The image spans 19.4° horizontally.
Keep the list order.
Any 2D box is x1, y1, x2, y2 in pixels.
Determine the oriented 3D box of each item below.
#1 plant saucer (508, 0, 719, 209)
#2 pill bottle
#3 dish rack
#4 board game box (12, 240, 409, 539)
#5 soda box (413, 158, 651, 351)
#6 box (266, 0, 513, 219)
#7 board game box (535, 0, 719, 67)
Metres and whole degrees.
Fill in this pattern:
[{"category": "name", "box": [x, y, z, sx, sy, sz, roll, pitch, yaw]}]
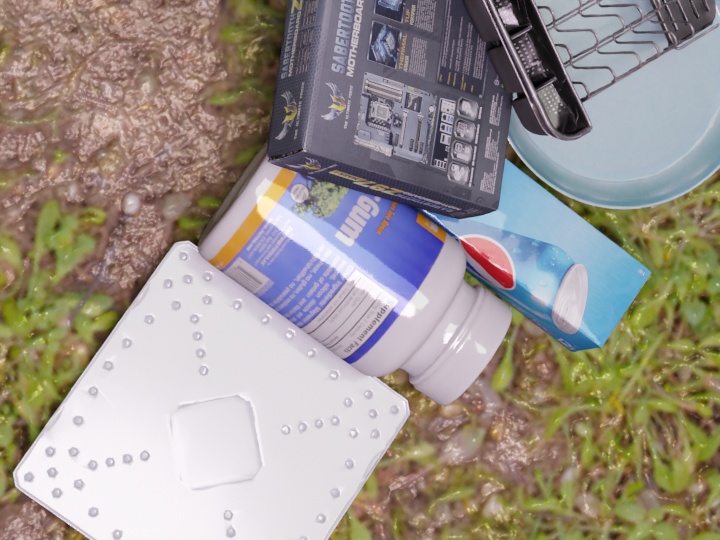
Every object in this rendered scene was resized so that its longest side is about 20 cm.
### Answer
[{"category": "plant saucer", "box": [0.182, -0.144, 1.469, 0.199, 0.027, 0.201, -1, 95, -13]}, {"category": "pill bottle", "box": [0.000, 0.000, 1.414, 0.200, 0.112, 0.112, 35, 78, -8]}, {"category": "dish rack", "box": [0.158, -0.190, 1.398, 0.200, 0.054, 0.154, -31, 103, -26]}, {"category": "board game box", "box": [-0.099, 0.116, 1.424, 0.200, 0.026, 0.200, 36, 78, -8]}, {"category": "soda box", "box": [0.099, -0.029, 1.465, 0.200, 0.064, 0.068, 37, 78, -7]}, {"category": "box", "box": [0.028, -0.149, 1.375, 0.157, 0.051, 0.201, 15, 76, -33]}, {"category": "board game box", "box": [0.197, -0.201, 1.513, 0.199, 0.048, 0.102, 7, 84, -13]}]
